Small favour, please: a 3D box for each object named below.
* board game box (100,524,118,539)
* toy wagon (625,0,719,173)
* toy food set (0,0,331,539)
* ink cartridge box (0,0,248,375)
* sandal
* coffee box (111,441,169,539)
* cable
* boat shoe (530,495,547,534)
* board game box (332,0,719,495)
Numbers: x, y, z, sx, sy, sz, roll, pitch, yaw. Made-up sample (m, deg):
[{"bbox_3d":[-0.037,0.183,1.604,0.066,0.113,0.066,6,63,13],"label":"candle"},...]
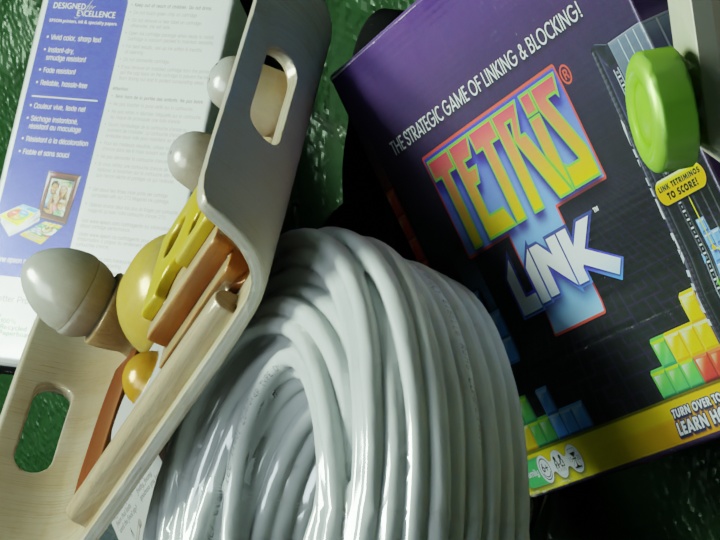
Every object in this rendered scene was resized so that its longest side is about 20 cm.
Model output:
[{"bbox_3d":[-0.198,0.133,1.168,0.200,0.199,0.044,-19,85,56],"label":"board game box"},{"bbox_3d":[0.144,-0.066,0.645,0.040,0.155,0.201,-136,36,-78],"label":"toy wagon"},{"bbox_3d":[-0.081,-0.001,0.874,0.200,0.060,0.144,-54,15,37],"label":"toy food set"},{"bbox_3d":[-0.100,-0.051,1.027,0.094,0.037,0.201,6,79,27],"label":"ink cartridge box"},{"bbox_3d":[0.000,0.000,0.940,0.045,0.075,0.201,3,101,18],"label":"sandal"},{"bbox_3d":[-0.014,0.133,0.981,0.080,0.113,0.200,-46,66,52],"label":"coffee box"},{"bbox_3d":[-0.012,0.088,0.805,0.200,0.069,0.201,-176,99,-68],"label":"cable"},{"bbox_3d":[0.032,0.091,0.883,0.068,0.072,0.201,171,118,-84],"label":"boat shoe"},{"bbox_3d":[0.079,-0.026,0.778,0.166,0.057,0.200,63,156,3],"label":"board game box"}]
